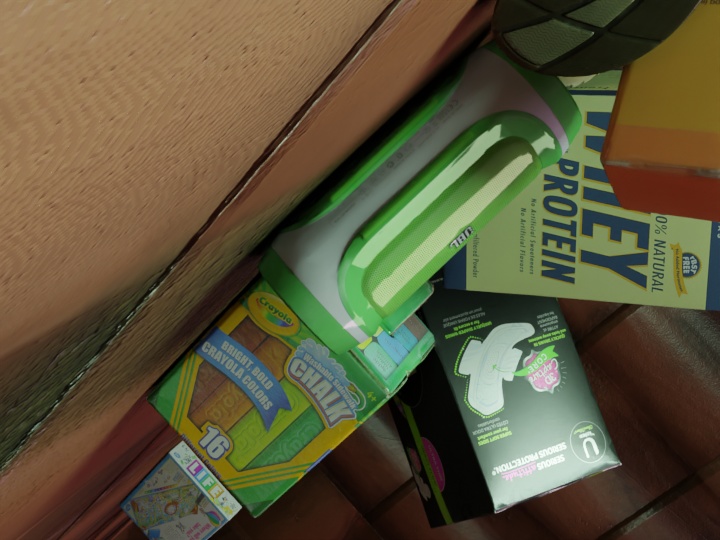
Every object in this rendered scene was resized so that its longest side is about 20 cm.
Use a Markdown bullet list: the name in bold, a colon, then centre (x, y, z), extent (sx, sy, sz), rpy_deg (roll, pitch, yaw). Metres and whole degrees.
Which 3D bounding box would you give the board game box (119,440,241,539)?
- **board game box**: centre (-0.280, 0.362, 1.644), extent (0.200, 0.135, 0.034), rpy_deg (-45, 176, 42)

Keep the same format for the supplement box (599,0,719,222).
- **supplement box**: centre (0.184, -0.131, 0.564), extent (0.069, 0.066, 0.202), rpy_deg (36, 67, -60)

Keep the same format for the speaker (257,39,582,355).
- **speaker**: centre (0.035, -0.044, 0.635), extent (0.200, 0.089, 0.088), rpy_deg (-43, 177, 0)

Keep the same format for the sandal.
- **sandal**: centre (0.145, -0.177, 0.517), extent (0.200, 0.081, 0.055), rpy_deg (-52, -164, 22)

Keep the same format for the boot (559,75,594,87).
- **boot**: centre (0.190, -0.199, 0.677), extent (0.200, 0.075, 0.107), rpy_deg (-40, 171, -27)

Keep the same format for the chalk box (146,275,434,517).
- **chalk box**: centre (-0.035, 0.060, 0.792), extent (0.200, 0.124, 0.124), rpy_deg (-46, 176, 24)

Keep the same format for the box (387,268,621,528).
- **box**: centre (0.101, 0.098, 0.903), extent (0.123, 0.201, 0.149), rpy_deg (-14, 166, -21)

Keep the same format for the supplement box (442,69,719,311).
- **supplement box**: centre (0.177, -0.069, 0.766), extent (0.198, 0.135, 0.200), rpy_deg (4, -164, 19)
